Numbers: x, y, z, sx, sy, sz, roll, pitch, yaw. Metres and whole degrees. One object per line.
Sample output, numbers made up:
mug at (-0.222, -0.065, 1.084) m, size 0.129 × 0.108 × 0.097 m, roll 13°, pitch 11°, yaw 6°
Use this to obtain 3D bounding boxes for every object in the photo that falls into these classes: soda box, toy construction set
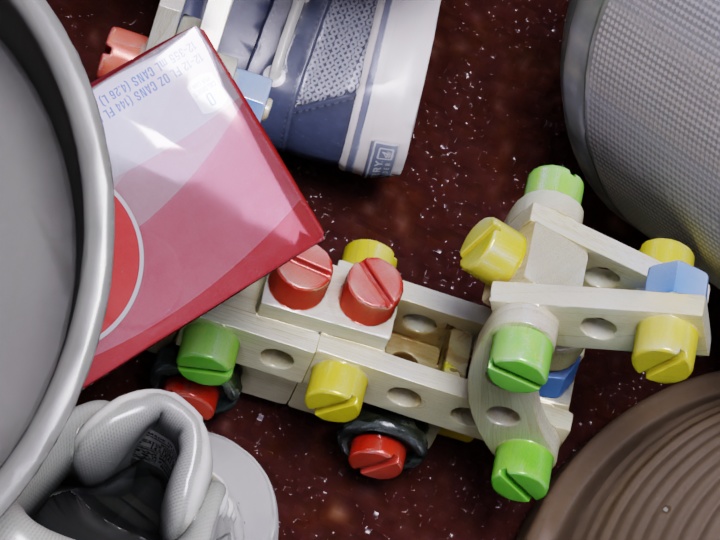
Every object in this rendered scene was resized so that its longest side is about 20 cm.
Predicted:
soda box at (-0.112, 0.015, 0.655) m, size 0.200 × 0.063 × 0.070 m, roll -32°, pitch 95°, yaw -6°
toy construction set at (0.000, 0.000, 0.738) m, size 0.200 × 0.131 × 0.092 m, roll 30°, pitch 57°, yaw 3°

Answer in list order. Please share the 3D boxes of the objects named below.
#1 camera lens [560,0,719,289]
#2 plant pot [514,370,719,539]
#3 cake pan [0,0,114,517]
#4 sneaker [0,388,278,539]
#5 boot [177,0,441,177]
camera lens at (0.169, -0.049, 0.742) m, size 0.160 × 0.160 × 0.200 m, roll -28°, pitch 40°, yaw -19°
plant pot at (0.145, 0.119, 0.750) m, size 0.200 × 0.093 × 0.202 m, roll 4°, pitch 72°, yaw -11°
cake pan at (-0.156, -0.005, 0.594) m, size 0.199 × 0.037 × 0.201 m, roll -1°, pitch 78°, yaw 4°
sneaker at (-0.059, 0.074, 0.675) m, size 0.078 × 0.200 × 0.100 m, roll 33°, pitch 110°, yaw 7°
boot at (-0.011, -0.131, 0.814) m, size 0.090 × 0.073 × 0.201 m, roll 13°, pitch 65°, yaw -2°
